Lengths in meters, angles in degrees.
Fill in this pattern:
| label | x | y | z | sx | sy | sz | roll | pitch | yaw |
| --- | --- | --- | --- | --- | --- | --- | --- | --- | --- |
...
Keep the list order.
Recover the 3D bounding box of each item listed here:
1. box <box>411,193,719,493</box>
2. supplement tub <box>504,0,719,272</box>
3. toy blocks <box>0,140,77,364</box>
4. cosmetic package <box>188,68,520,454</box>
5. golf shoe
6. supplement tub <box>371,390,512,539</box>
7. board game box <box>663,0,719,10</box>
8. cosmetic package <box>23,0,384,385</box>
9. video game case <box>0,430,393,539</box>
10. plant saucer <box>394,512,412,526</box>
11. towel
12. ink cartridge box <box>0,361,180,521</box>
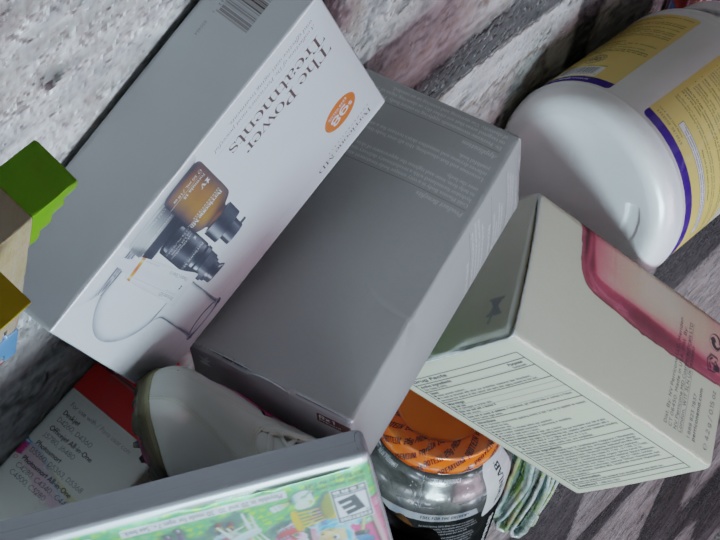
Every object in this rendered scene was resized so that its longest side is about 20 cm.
| label | x | y | z | sx | sy | sz | roll | pitch | yaw |
| --- | --- | --- | --- | --- | --- | --- | --- | --- | --- |
| box | 0.133 | 0.053 | 1.340 | 0.127 | 0.200 | 0.110 | -18 | -132 | 46 |
| supplement tub | 0.206 | -0.096 | 1.402 | 0.200 | 0.145 | 0.146 | -35 | 154 | -40 |
| toy blocks | -0.207 | 0.040 | 0.805 | 0.200 | 0.100 | 0.137 | -43 | 169 | -28 |
| cosmetic package | 0.000 | 0.000 | 1.109 | 0.201 | 0.106 | 0.090 | -57 | 163 | -20 |
| golf shoe | -0.037 | 0.106 | 1.045 | 0.092 | 0.073 | 0.200 | -23 | 131 | 28 |
| supplement tub | 0.044 | 0.159 | 1.499 | 0.122 | 0.122 | 0.201 | -39 | 157 | -34 |
| board game box | 0.271 | -0.240 | 1.495 | 0.103 | 0.019 | 0.201 | -36 | 154 | -38 |
| cosmetic package | -0.080 | -0.044 | 0.989 | 0.200 | 0.052 | 0.151 | -52 | 163 | -3 |
| video game case | -0.077 | 0.169 | 1.021 | 0.199 | 0.022 | 0.183 | -15 | 134 | 0 |
| plant saucer | -0.031 | 0.233 | 1.223 | 0.200 | 0.037 | 0.200 | -46 | -179 | 1 |
| towel | 0.135 | 0.082 | 1.548 | 0.172 | 0.048 | 0.201 | 104 | -8 | -51 |
| ink cartridge box | -0.149 | 0.131 | 1.099 | 0.200 | 0.067 | 0.116 | -48 | 160 | -15 |
